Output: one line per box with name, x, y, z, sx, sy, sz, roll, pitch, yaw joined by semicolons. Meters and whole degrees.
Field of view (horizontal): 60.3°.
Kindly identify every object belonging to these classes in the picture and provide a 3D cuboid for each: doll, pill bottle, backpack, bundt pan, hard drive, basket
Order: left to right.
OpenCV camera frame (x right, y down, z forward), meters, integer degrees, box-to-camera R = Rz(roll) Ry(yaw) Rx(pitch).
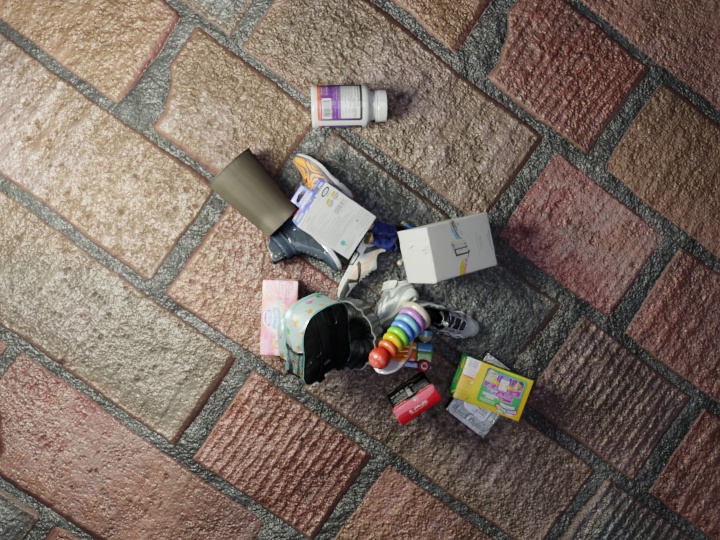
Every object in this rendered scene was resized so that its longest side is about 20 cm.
basket;-0.274;-0.197;1.624;0.136;0.180;0.200;-39;101;24
backpack;-0.116;0.157;1.558;0.175;0.153;0.201;-23;131;-38
pill bottle;-0.031;-0.437;1.649;0.199;0.111;0.112;-2;92;-4
bundt pan;-0.021;0.161;1.653;0.201;0.076;0.203;13;113;33
doll;0.107;-0.078;1.682;0.199;0.048;0.137;10;66;-23
hard drive;0.348;0.347;1.737;0.139;0.038;0.200;38;90;-3

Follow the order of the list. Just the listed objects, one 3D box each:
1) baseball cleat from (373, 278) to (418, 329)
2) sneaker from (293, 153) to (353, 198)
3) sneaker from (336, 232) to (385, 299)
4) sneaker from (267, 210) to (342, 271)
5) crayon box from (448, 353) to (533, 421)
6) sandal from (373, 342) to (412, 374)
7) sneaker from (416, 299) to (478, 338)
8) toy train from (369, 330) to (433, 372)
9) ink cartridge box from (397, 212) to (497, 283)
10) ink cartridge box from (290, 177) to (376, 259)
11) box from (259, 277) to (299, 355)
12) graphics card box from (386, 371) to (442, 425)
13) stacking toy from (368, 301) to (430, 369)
baseball cleat;0.068;0.098;1.705;0.200;0.070;0.107;-36;60;11
sneaker;-0.124;-0.218;1.650;0.200;0.078;0.112;40;78;10
sneaker;0.000;0.000;1.686;0.080;0.074;0.201;29;91;-6
sneaker;-0.158;-0.041;1.666;0.146;0.077;0.202;-43;84;-12
crayon box;0.355;0.317;1.688;0.199;0.058;0.119;21;91;-4
sandal;0.104;0.209;1.637;0.079;0.207;0.059;14;134;23
sneaker;0.235;0.140;1.670;0.199;0.140;0.078;16;91;-3
toy train;0.102;0.211;1.700;0.199;0.085;0.117;8;81;-3
ink cartridge box;0.226;-0.057;1.627;0.199;0.147;0.146;-14;95;-25
ink cartridge box;-0.080;-0.142;1.587;0.199;0.076;0.137;32;94;-25
box;-0.215;0.123;1.664;0.094;0.103;0.202;3;93;-3
graphics card box;0.138;0.335;1.643;0.125;0.200;0.051;-33;93;-3
stacking toy;0.090;0.172;1.582;0.085;0.085;0.200;48;62;-4
